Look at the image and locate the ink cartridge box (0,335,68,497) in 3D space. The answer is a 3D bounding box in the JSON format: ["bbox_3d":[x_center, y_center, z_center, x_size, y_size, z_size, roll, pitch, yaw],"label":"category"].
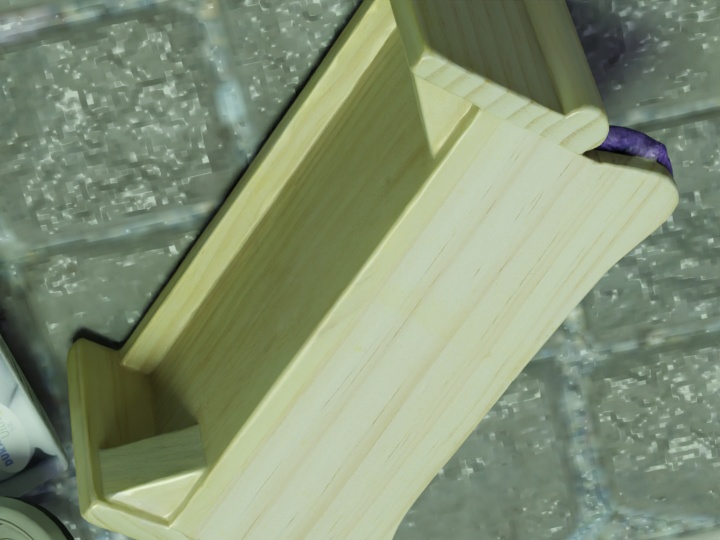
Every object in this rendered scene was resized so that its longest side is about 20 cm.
[{"bbox_3d":[-0.214,0.031,0.872,0.199,0.043,0.199,-29,128,-5],"label":"ink cartridge box"}]

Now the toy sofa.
[{"bbox_3d":[0.000,0.000,0.885,0.097,0.083,0.200,22,120,-26],"label":"toy sofa"}]

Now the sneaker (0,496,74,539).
[{"bbox_3d":[-0.133,0.138,0.959,0.075,0.106,0.200,39,117,11],"label":"sneaker"}]
